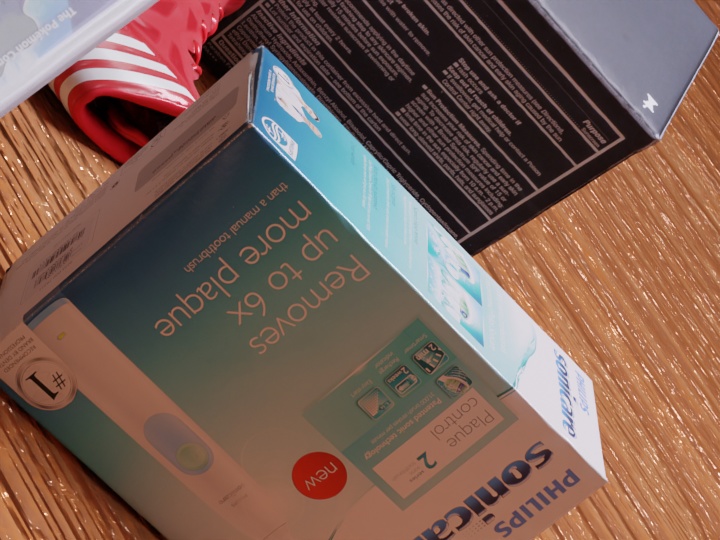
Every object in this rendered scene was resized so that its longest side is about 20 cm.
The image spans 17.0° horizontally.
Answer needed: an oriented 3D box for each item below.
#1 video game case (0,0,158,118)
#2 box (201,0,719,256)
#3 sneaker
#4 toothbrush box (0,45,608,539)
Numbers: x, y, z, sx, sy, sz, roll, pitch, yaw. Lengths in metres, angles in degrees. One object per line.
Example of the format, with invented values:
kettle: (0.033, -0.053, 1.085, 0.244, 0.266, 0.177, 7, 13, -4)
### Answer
video game case: (-0.161, -0.170, 1.004, 0.200, 0.023, 0.182, -41, 92, -28)
box: (0.052, -0.129, 1.320, 0.200, 0.198, 0.123, 47, 44, -12)
sneaker: (-0.101, -0.103, 1.181, 0.200, 0.078, 0.116, -15, 75, -58)
toothbrush box: (-0.024, 0.040, 0.930, 0.200, 0.146, 0.085, 45, 19, -19)
